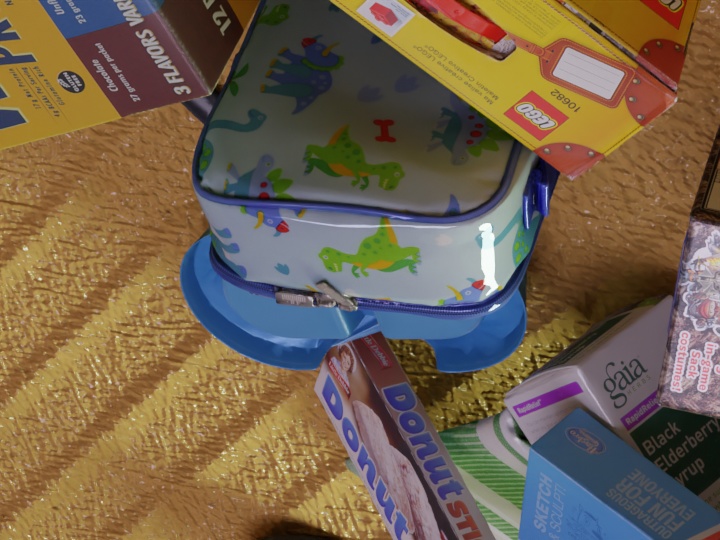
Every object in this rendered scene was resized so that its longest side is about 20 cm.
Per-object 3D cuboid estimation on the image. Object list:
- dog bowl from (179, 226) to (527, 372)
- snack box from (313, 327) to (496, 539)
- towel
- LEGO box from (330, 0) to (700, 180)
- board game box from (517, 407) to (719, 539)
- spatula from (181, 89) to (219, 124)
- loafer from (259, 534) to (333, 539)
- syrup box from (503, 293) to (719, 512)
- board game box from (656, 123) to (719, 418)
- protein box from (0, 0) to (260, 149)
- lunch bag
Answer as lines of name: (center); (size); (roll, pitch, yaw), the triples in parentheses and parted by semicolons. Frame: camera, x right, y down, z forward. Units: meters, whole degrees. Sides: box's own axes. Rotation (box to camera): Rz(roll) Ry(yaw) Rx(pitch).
dog bowl: (0.000, 0.000, 1.288); (0.199, 0.050, 0.112); (-1, 135, 23)
snack box: (0.031, 0.123, 1.322); (0.024, 0.200, 0.072); (-14, 147, -25)
towel: (0.093, 0.137, 1.374); (0.152, 0.023, 0.200); (35, 158, -14)
LEGO box: (0.054, -0.161, 1.013); (0.200, 0.149, 0.077); (35, 137, -16)
board game box: (0.148, 0.188, 1.235); (0.153, 0.040, 0.200); (36, 144, 29)
spatula: (-0.115, -0.113, 1.233); (0.200, 0.021, 0.056); (37, 124, -20)
loafer: (0.003, 0.241, 1.530); (0.200, 0.071, 0.073); (31, 138, -11)
syrup box: (0.172, 0.121, 1.256); (0.200, 0.079, 0.081); (58, 149, -3)
board game box: (0.251, 0.006, 1.087); (0.199, 0.160, 0.097); (12, 117, 11)
protein box: (-0.144, -0.170, 1.043); (0.198, 0.200, 0.135); (-11, 128, 32)
lunch bag: (0.020, -0.070, 1.087); (0.160, 0.200, 0.083); (5, 138, 16)
